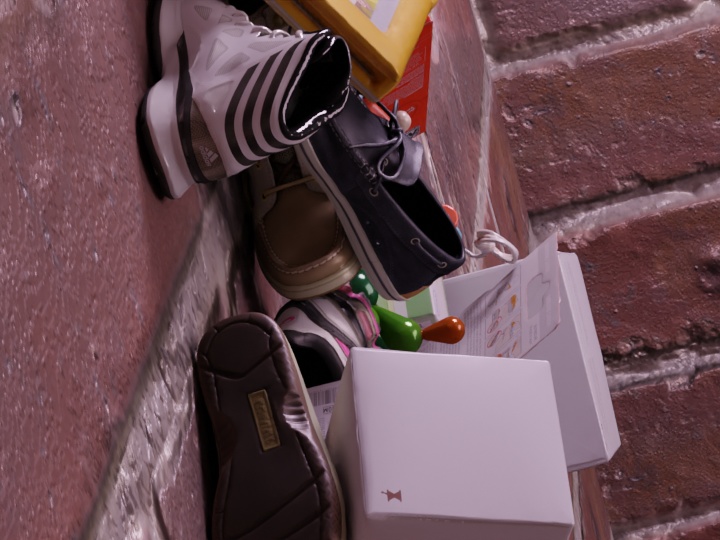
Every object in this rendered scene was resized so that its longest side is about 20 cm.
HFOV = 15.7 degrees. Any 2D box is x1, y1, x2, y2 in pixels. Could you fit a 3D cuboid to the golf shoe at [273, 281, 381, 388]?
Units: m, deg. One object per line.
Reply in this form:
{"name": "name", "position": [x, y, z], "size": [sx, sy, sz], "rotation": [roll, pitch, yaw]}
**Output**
{"name": "golf shoe", "position": [-0.012, 0.111, 1.644], "size": [0.092, 0.072, 0.201], "rotation": [-41, 114, -59]}

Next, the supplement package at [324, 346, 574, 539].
{"name": "supplement package", "position": [0.035, 0.153, 1.449], "size": [0.201, 0.116, 0.117], "rotation": [105, -14, -46]}

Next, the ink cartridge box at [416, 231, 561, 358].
{"name": "ink cartridge box", "position": [0.083, 0.080, 1.869], "size": [0.050, 0.200, 0.161], "rotation": [44, 20, -16]}

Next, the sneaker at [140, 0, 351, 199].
{"name": "sneaker", "position": [-0.058, -0.114, 1.496], "size": [0.201, 0.114, 0.076], "rotation": [-90, 164, -57]}

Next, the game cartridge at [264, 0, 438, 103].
{"name": "game cartridge", "position": [-0.025, -0.209, 1.599], "size": [0.176, 0.032, 0.200], "rotation": [43, 30, -12]}

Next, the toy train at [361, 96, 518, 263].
{"name": "toy train", "position": [0.019, -0.055, 1.895], "size": [0.200, 0.056, 0.150], "rotation": [46, -18, -30]}

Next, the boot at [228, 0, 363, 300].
{"name": "boot", "position": [-0.054, -0.090, 1.641], "size": [0.201, 0.072, 0.155], "rotation": [-101, 173, -52]}

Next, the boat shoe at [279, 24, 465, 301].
{"name": "boat shoe", "position": [0.006, -0.069, 1.589], "size": [0.201, 0.062, 0.075], "rotation": [61, 24, -28]}

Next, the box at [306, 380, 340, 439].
{"name": "box", "position": [0.019, 0.158, 1.585], "size": [0.060, 0.116, 0.201], "rotation": [-92, 167, -53]}

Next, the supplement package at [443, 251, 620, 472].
{"name": "supplement package", "position": [0.142, 0.091, 2.381], "size": [0.200, 0.146, 0.193], "rotation": [0, 77, -81]}

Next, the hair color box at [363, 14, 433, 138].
{"name": "hair color box", "position": [0.000, -0.162, 1.896], "size": [0.102, 0.061, 0.200], "rotation": [55, -11, 17]}

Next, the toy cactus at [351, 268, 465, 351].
{"name": "toy cactus", "position": [0.000, 0.000, 1.836], "size": [0.165, 0.102, 0.201], "rotation": [-108, 173, -68]}

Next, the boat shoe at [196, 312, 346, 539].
{"name": "boat shoe", "position": [-0.040, 0.121, 1.404], "size": [0.076, 0.071, 0.201], "rotation": [68, 12, -53]}

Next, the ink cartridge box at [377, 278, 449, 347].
{"name": "ink cartridge box", "position": [0.031, -0.023, 2.178], "size": [0.200, 0.048, 0.147], "rotation": [65, 15, -64]}
